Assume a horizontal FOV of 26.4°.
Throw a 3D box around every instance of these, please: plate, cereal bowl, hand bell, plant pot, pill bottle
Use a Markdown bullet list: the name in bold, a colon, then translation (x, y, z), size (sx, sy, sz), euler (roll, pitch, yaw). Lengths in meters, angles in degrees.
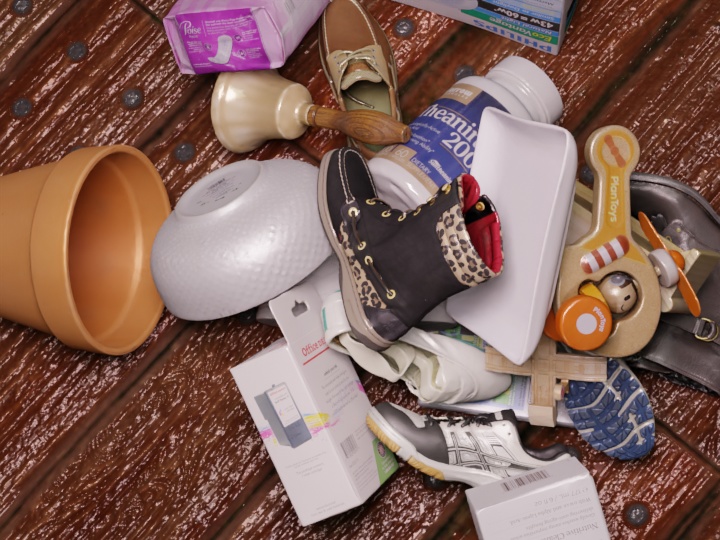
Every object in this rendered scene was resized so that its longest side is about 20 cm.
- **plate**: translation (0.136, -0.035, 1.347), size (0.032, 0.200, 0.200), euler (7, 100, -18)
- **cereal bowl**: translation (-0.116, -0.044, 1.458), size (0.200, 0.200, 0.083), euler (-31, 117, -4)
- **hand bell**: translation (-0.037, -0.147, 1.489), size (0.200, 0.104, 0.104), euler (16, 75, 35)
- **plant pot**: translation (-0.288, -0.020, 1.480), size (0.140, 0.200, 0.200), euler (1, 74, 22)
- **pill bottle**: translation (0.103, -0.118, 1.497), size (0.111, 0.111, 0.200), euler (42, 69, 14)

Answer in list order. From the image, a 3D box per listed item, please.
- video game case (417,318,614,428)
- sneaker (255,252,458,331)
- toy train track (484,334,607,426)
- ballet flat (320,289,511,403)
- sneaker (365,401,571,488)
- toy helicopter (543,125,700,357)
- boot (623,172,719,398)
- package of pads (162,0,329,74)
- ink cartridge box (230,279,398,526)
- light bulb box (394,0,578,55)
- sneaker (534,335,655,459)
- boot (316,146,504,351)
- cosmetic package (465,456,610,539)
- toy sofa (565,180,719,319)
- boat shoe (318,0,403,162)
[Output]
- **video game case**: translation (0.160, 0.047, 1.502), size (0.182, 0.022, 0.200), euler (8, 76, 7)
- **sneaker**: translation (0.000, 0.000, 1.494), size (0.200, 0.074, 0.116), euler (3, 76, 14)
- **toy train track**: translation (0.162, 0.047, 1.381), size (0.115, 0.033, 0.200), euler (4, 104, 22)
- **ballet flat**: translation (0.048, 0.086, 1.426), size (0.200, 0.069, 0.069), euler (27, 77, -15)
- **sneaker**: translation (0.104, 0.158, 1.431), size (0.200, 0.076, 0.088), euler (27, 98, -9)
- **toy helicopter**: translation (0.226, -0.025, 1.326), size (0.132, 0.079, 0.200), euler (0, 94, -9)
- **boot**: translation (0.294, 0.014, 1.469), size (0.200, 0.069, 0.174), euler (28, 79, 1)
- **package of pads**: translation (-0.100, -0.272, 1.526), size (0.120, 0.076, 0.200), euler (-2, 35, 23)
- **ink cartridge box**: translation (-0.049, 0.119, 1.418), size (0.067, 0.117, 0.200), euler (-23, 92, 22)
- **light bulb box**: translation (0.128, -0.329, 1.514), size (0.198, 0.200, 0.125), euler (20, 79, 10)
- **sneaker**: translation (0.218, 0.081, 1.435), size (0.077, 0.085, 0.200), euler (-32, 91, 27)
- **boot**: translation (0.043, -0.044, 1.366), size (0.151, 0.073, 0.200), euler (-29, 57, 33)
- **cosmetic package**: translation (0.175, 0.281, 1.373), size (0.113, 0.081, 0.200), euler (-19, 96, -1)
- **toy sofa**: translation (0.222, -0.027, 1.424), size (0.200, 0.083, 0.098), euler (36, 103, 23)
- **boat shoe**: translation (0.005, -0.191, 1.551), size (0.076, 0.074, 0.200), euler (-17, 74, 0)
